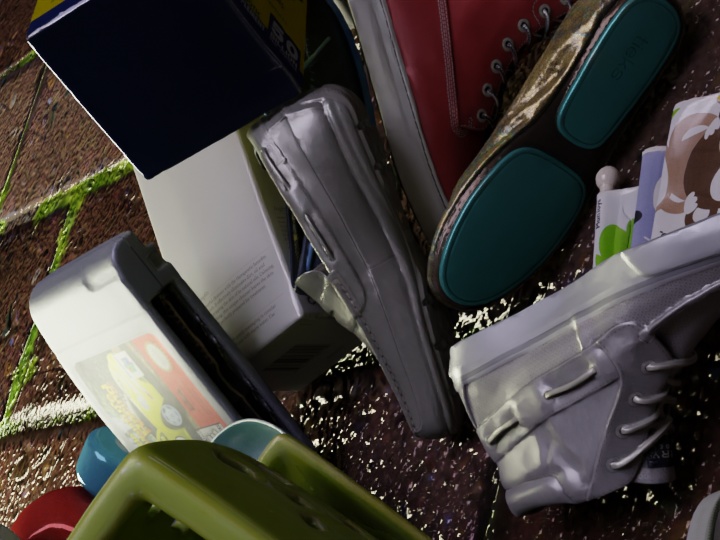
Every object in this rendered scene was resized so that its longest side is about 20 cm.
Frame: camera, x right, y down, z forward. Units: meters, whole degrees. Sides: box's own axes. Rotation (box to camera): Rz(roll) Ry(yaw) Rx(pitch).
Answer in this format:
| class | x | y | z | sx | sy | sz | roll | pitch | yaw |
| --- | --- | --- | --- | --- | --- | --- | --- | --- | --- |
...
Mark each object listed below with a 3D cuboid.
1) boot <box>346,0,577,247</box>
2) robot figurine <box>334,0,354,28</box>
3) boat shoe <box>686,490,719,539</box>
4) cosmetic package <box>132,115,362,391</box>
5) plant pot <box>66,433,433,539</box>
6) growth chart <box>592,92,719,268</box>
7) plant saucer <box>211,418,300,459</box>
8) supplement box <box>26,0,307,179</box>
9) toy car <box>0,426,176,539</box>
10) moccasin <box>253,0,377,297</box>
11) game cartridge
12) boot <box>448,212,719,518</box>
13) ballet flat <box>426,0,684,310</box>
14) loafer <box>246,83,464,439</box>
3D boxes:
| class | x | y | z | sx | sy | sz | roll | pitch | yaw |
| --- | --- | --- | --- | --- | --- | --- | --- | --- | --- |
| boot | 0.079 | -0.106 | 0.878 | 0.072 | 0.143 | 0.202 | 63 | -168 | -81 |
| robot figurine | -0.023 | -0.248 | 1.109 | 0.169 | 0.113 | 0.200 | -33 | 34 | 1 |
| boat shoe | 0.152 | 0.162 | 0.542 | 0.060 | 0.072 | 0.203 | -37 | 35 | 47 |
| cosmetic package | -0.069 | -0.035 | 0.973 | 0.107 | 0.084 | 0.201 | -37 | 62 | 39 |
| plant pot | -0.035 | 0.195 | 0.668 | 0.201 | 0.198 | 0.181 | -58 | -14 | 13 |
| growth chart | 0.177 | -0.041 | 0.716 | 0.200 | 0.018 | 0.146 | -33 | 41 | 42 |
| plant saucer | -0.047 | 0.182 | 0.844 | 0.200 | 0.027 | 0.202 | -4 | 86 | 57 |
| supplement box | -0.102 | -0.168 | 0.878 | 0.109 | 0.109 | 0.201 | -27 | 34 | 19 |
| toy car | -0.234 | 0.200 | 0.993 | 0.185 | 0.199 | 0.177 | -65 | 28 | 15 |
| moccasin | -0.030 | -0.080 | 0.900 | 0.081 | 0.068 | 0.201 | 117 | 142 | -59 |
| game cartridge | -0.113 | 0.074 | 0.930 | 0.041 | 0.200 | 0.133 | -45 | 14 | -33 |
| boot | 0.126 | 0.045 | 0.678 | 0.200 | 0.073 | 0.096 | -33 | 74 | 46 |
| ballet flat | 0.099 | -0.069 | 0.821 | 0.201 | 0.070 | 0.071 | -56 | 30 | 7 |
| loafer | 0.000 | 0.000 | 0.832 | 0.069 | 0.070 | 0.201 | -22 | 87 | 13 |
